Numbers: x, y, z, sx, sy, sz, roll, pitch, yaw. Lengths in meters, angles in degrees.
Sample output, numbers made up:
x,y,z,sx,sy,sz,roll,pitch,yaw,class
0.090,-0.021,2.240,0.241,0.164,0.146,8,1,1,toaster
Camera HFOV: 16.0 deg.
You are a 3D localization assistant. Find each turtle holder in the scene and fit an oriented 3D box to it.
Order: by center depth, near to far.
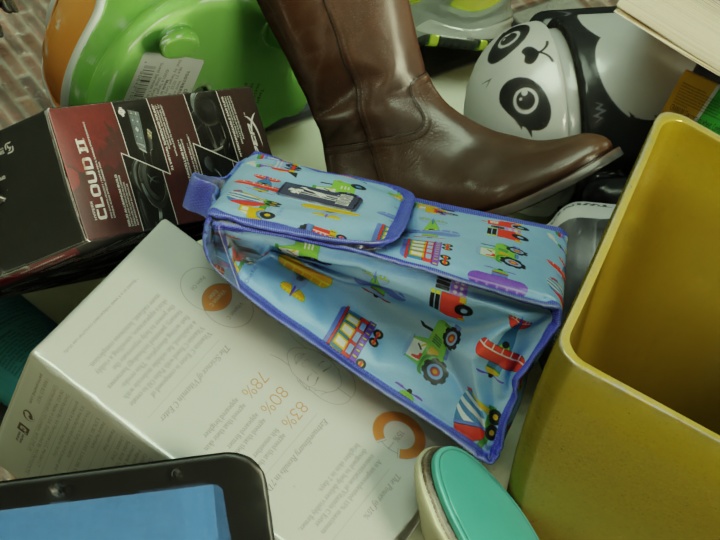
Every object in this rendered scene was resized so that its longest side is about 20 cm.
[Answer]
x,y,z,sx,sy,sz,roll,pitch,yaw,class
-0.110,-0.137,1.570,0.185,0.141,0.132,-26,49,-28,turtle holder

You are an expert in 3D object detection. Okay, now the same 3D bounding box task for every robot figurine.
x,y,z,sx,sy,sz,roll,pitch,yaw,class
0.162,-0.097,1.558,0.199,0.126,0.150,-4,7,-10,robot figurine

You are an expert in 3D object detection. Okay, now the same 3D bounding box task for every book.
x,y,z,sx,sy,sz,roll,pitch,yaw,class
0.231,-0.145,1.495,0.133,0.048,0.200,36,19,5,book

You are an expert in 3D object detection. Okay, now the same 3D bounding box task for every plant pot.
x,y,z,sx,sy,sz,roll,pitch,yaw,class
0.180,0.078,1.305,0.199,0.177,0.200,29,45,0,plant pot

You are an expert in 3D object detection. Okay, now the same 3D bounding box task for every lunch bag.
x,y,z,sx,sy,sz,roll,pitch,yaw,class
0.000,0.000,1.329,0.199,0.094,0.151,23,17,-2,lunch bag

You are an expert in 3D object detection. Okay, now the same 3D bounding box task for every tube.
x,y,z,sx,sy,sz,roll,pitch,yaw,class
-0.199,0.042,1.437,0.077,0.051,0.200,-22,42,-39,tube

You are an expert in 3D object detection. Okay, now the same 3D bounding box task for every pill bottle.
x,y,z,sx,sy,sz,roll,pitch,yaw,class
0.165,0.017,1.447,0.199,0.107,0.107,6,42,1,pill bottle

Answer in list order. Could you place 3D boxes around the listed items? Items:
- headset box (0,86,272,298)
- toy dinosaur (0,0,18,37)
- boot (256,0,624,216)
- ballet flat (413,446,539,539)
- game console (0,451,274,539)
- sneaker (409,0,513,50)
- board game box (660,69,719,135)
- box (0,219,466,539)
x,y,z,sx,sy,sz,roll,pitch,yaw,class
-0.161,-0.037,1.394,0.148,0.078,0.200,-20,-5,35,headset box
-0.301,-0.157,1.629,0.135,0.086,0.200,-29,21,16,toy dinosaur
0.039,-0.124,1.473,0.185,0.201,0.064,-16,4,20,boot
0.079,0.179,1.253,0.069,0.070,0.200,-31,76,-33,ballet flat
-0.133,0.197,1.192,0.199,0.117,0.176,-8,42,2,game console
0.002,-0.190,1.671,0.199,0.077,0.075,5,7,-9,sneaker
0.282,-0.040,1.450,0.199,0.040,0.153,26,6,-25,board game box
-0.067,0.092,1.308,0.200,0.098,0.124,36,48,7,box
